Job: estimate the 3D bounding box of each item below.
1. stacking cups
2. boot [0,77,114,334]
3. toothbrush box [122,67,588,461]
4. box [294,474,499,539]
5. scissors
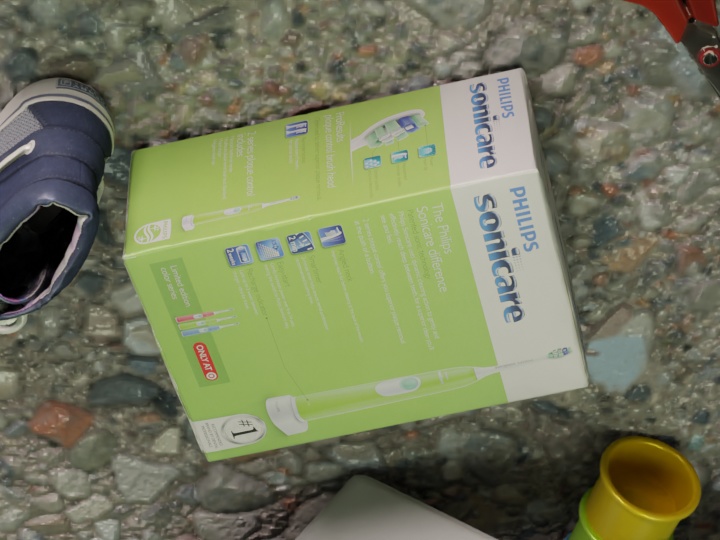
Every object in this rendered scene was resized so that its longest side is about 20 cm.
[{"bbox_3d":[0.138,0.181,1.174,0.060,0.061,0.200,9,135,-10],"label":"stacking cups"},{"bbox_3d":[-0.186,0.001,0.971,0.073,0.090,0.200,23,127,-21],"label":"boot"},{"bbox_3d":[0.000,0.000,0.981,0.200,0.086,0.146,-11,131,9],"label":"toothbrush box"},{"bbox_3d":[0.042,0.260,1.105,0.199,0.171,0.200,21,146,39],"label":"box"},{"bbox_3d":[0.153,-0.110,0.941,0.073,0.014,0.200,-15,131,7],"label":"scissors"}]
